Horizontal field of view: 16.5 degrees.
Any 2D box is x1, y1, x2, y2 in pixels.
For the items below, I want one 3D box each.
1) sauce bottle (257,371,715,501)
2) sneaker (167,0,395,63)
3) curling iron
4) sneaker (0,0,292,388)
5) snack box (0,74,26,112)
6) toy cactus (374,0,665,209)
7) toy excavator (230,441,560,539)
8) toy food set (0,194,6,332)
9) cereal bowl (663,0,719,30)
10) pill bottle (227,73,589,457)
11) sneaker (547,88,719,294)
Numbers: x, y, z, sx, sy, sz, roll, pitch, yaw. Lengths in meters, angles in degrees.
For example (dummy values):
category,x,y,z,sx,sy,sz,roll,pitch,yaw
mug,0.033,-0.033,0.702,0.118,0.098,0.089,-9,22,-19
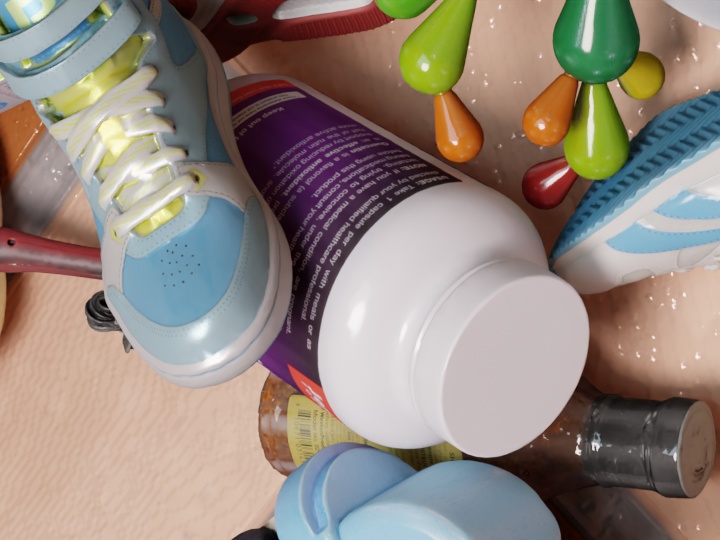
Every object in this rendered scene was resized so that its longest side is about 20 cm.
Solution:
category,x,y,z,sx,sy,sz,roll,pitch,yaw
sauce bottle,0.053,0.069,1.058,0.199,0.066,0.067,6,101,31
sneaker,-0.068,-0.156,1.082,0.198,0.078,0.116,-2,65,17
curling iron,-0.171,-0.006,1.161,0.199,0.050,0.026,16,128,6
sneaker,-0.097,-0.054,0.955,0.079,0.131,0.201,-31,46,9
snack box,-0.239,-0.138,1.165,0.199,0.068,0.170,-24,85,8
toy cactus,0.074,-0.129,0.957,0.164,0.102,0.201,-19,96,45
toy excavator,0.061,0.132,0.958,0.200,0.100,0.195,-41,80,34
toy food set,-0.261,-0.028,1.243,0.197,0.049,0.202,-12,92,32
cereal bowl,0.149,-0.194,0.925,0.200,0.083,0.201,42,149,33
pill bottle,0.000,0.000,1.021,0.200,0.112,0.113,33,115,45
sneaker,0.155,-0.029,0.974,0.081,0.077,0.199,47,135,-15
